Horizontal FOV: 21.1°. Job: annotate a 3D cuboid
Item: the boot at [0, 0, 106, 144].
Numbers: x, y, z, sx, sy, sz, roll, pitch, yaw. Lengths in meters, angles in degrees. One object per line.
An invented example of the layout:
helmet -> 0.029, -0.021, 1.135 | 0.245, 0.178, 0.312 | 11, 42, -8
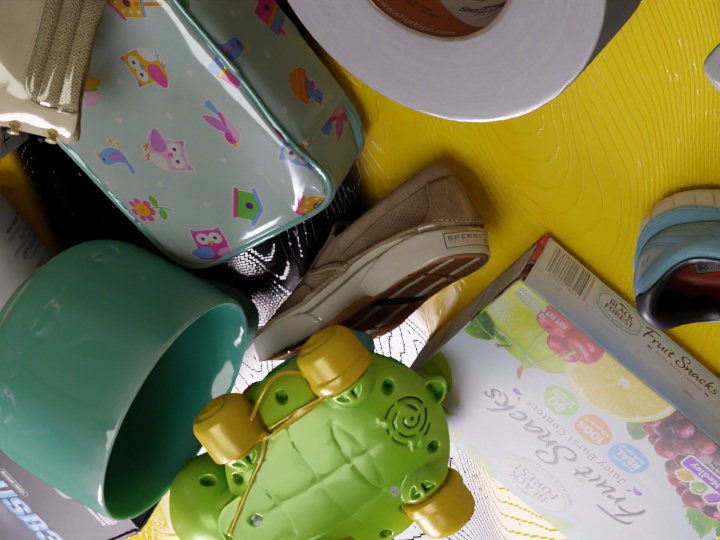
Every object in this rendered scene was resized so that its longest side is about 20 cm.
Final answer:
boot -> -0.230, -0.086, 1.052 | 0.155, 0.073, 0.200 | 17, 112, -13

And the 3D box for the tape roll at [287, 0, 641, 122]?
tape roll -> 0.047, -0.176, 0.968 | 0.200, 0.066, 0.201 | 22, 135, 24

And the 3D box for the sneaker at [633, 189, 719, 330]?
sneaker -> 0.235, 0.000, 1.017 | 0.200, 0.090, 0.078 | -12, 120, 31

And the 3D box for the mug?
mug -> -0.152, 0.060, 1.180 | 0.114, 0.185, 0.152 | 28, 90, 16

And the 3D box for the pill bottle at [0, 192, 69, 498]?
pill bottle -> -0.226, 0.049, 1.278 | 0.114, 0.114, 0.200 | -24, 112, 39

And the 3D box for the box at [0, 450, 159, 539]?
box -> -0.276, 0.135, 1.421 | 0.198, 0.050, 0.200 | -25, 113, 40

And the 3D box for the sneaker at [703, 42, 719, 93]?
sneaker -> 0.220, -0.053, 0.949 | 0.115, 0.075, 0.200 | 20, 91, 23

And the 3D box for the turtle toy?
turtle toy -> -0.032, 0.114, 1.159 | 0.200, 0.101, 0.146 | -32, 105, 14

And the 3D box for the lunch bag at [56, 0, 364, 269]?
lunch bag -> -0.109, -0.103, 1.120 | 0.160, 0.077, 0.200 | -26, 111, 41

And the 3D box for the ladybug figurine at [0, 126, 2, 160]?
ladybug figurine -> -0.307, -0.097, 1.143 | 0.200, 0.072, 0.136 | 20, 118, 19

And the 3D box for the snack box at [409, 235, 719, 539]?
snack box -> 0.139, 0.090, 1.165 | 0.200, 0.053, 0.142 | 39, 135, -5

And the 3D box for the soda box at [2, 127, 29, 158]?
soda box -> -0.315, -0.097, 1.233 | 0.200, 0.068, 0.064 | 0, 117, 27

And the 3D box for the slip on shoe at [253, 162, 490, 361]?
slip on shoe -> 0.000, 0.000, 1.164 | 0.200, 0.076, 0.061 | -35, 66, 50
